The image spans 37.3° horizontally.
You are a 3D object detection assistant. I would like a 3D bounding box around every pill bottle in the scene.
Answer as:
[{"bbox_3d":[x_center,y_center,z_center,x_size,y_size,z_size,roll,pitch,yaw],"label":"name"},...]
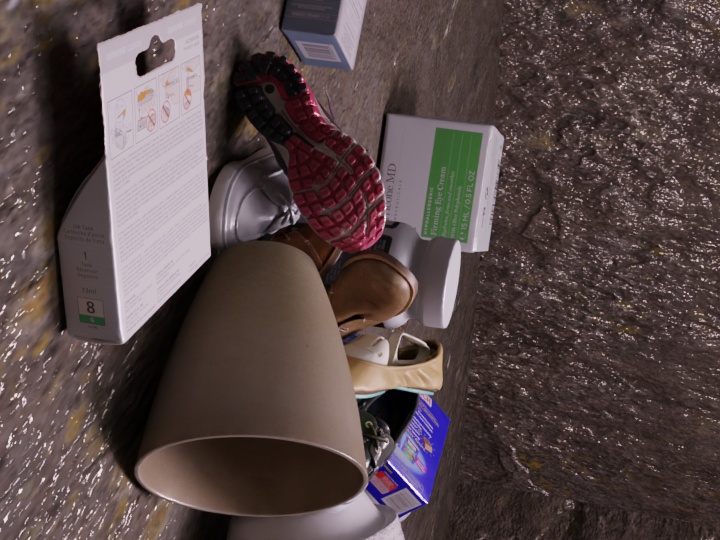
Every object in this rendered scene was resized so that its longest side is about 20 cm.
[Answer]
[{"bbox_3d":[0.000,0.000,1.132,0.116,0.200,0.117,9,90,-77],"label":"pill bottle"}]

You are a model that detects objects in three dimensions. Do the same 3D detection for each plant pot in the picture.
[{"bbox_3d":[-0.088,0.083,0.905,0.187,0.187,0.200,79,9,-59],"label":"plant pot"}]

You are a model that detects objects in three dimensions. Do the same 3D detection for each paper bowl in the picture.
[{"bbox_3d":[-0.056,0.281,1.087,0.201,0.200,0.105,-19,95,-77],"label":"paper bowl"}]

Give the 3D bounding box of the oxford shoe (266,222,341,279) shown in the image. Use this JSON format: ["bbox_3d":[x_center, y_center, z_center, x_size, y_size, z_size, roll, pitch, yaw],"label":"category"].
[{"bbox_3d":[-0.063,-0.017,1.035,0.200,0.071,0.071,-57,-171,-16],"label":"oxford shoe"}]

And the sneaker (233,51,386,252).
[{"bbox_3d":[-0.038,-0.109,0.974,0.200,0.081,0.075,60,5,6],"label":"sneaker"}]

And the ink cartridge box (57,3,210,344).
[{"bbox_3d":[-0.155,-0.073,0.737,0.161,0.050,0.200,-57,149,-63],"label":"ink cartridge box"}]

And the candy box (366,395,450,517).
[{"bbox_3d":[0.048,0.248,1.638,0.169,0.077,0.200,50,33,-16],"label":"candy box"}]

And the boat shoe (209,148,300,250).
[{"bbox_3d":[-0.086,-0.066,0.998,0.200,0.068,0.072,-46,143,-70],"label":"boat shoe"}]

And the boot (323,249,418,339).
[{"bbox_3d":[-0.014,0.041,1.002,0.075,0.074,0.200,-50,-171,-32],"label":"boot"}]

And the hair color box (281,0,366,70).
[{"bbox_3d":[-0.026,-0.324,1.118,0.099,0.060,0.201,46,54,-76],"label":"hair color box"}]

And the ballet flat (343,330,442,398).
[{"bbox_3d":[0.017,0.089,1.045,0.200,0.069,0.063,8,96,-57],"label":"ballet flat"}]

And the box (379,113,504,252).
[{"bbox_3d":[0.125,-0.136,1.692,0.200,0.171,0.200,-5,104,-77],"label":"box"}]

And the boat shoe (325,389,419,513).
[{"bbox_3d":[0.005,0.167,1.073,0.057,0.069,0.200,-39,-175,31],"label":"boat shoe"}]

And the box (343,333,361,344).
[{"bbox_3d":[-0.060,0.103,1.105,0.200,0.122,0.048,-40,147,-71],"label":"box"}]

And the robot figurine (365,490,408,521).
[{"bbox_3d":[0.044,0.345,1.781,0.200,0.125,0.151,-44,117,-71],"label":"robot figurine"}]
